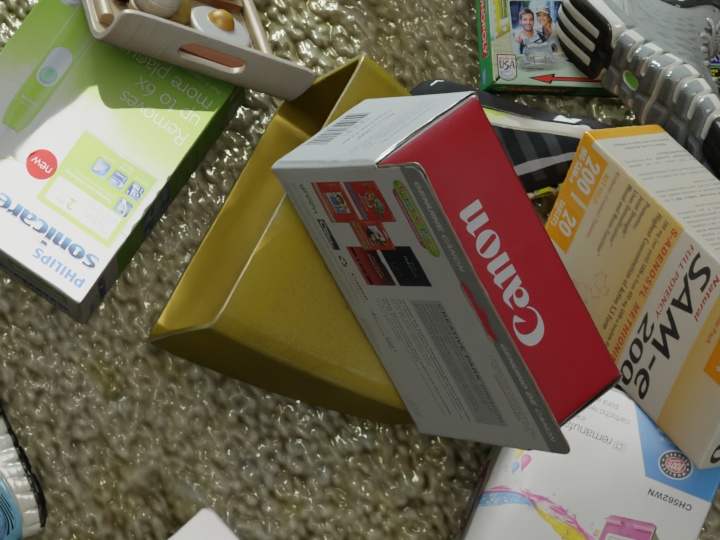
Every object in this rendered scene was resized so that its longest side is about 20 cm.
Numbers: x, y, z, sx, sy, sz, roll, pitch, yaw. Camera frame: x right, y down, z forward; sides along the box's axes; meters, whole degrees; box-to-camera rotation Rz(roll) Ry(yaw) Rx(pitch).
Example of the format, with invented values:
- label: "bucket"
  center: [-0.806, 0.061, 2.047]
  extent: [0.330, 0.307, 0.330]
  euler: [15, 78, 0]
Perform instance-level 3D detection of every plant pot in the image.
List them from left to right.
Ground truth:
- label: "plant pot"
  center: [0.000, 0.000, 1.504]
  extent: [0.176, 0.200, 0.200]
  euler: [31, 77, -13]

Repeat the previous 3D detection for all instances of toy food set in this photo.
- label: "toy food set"
  center: [-0.115, -0.200, 1.523]
  extent: [0.143, 0.060, 0.200]
  euler: [15, 34, -28]

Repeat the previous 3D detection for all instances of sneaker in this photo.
- label: "sneaker"
  center: [-0.285, 0.097, 1.508]
  extent: [0.090, 0.078, 0.200]
  euler: [-26, 82, -6]
- label: "sneaker"
  center: [0.114, -0.068, 1.586]
  extent: [0.200, 0.072, 0.083]
  euler: [16, 79, 8]
- label: "sneaker"
  center: [0.234, -0.134, 1.545]
  extent: [0.115, 0.075, 0.200]
  euler: [-24, 64, -31]

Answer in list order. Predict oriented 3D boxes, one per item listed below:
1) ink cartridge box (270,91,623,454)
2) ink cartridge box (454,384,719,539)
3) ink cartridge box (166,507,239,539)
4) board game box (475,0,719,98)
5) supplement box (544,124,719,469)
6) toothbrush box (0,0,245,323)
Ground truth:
- label: "ink cartridge box"
  center: [0.062, 0.001, 1.339]
  extent: [0.084, 0.175, 0.200]
  euler: [-36, 108, -23]
- label: "ink cartridge box"
  center: [0.144, 0.173, 1.506]
  extent: [0.144, 0.085, 0.200]
  euler: [21, 94, 0]
- label: "ink cartridge box"
  center: [-0.076, 0.267, 1.497]
  extent: [0.115, 0.068, 0.200]
  euler: [-41, 86, -12]
- label: "board game box"
  center: [0.178, -0.190, 1.613]
  extent: [0.199, 0.029, 0.135]
  euler: [0, 80, -18]
- label: "supplement box"
  center: [0.204, 0.014, 1.461]
  extent: [0.073, 0.126, 0.200]
  euler: [-7, 41, -38]
- label: "toothbrush box"
  center: [-0.191, -0.089, 1.550]
  extent: [0.145, 0.086, 0.200]
  euler: [35, 79, 2]
